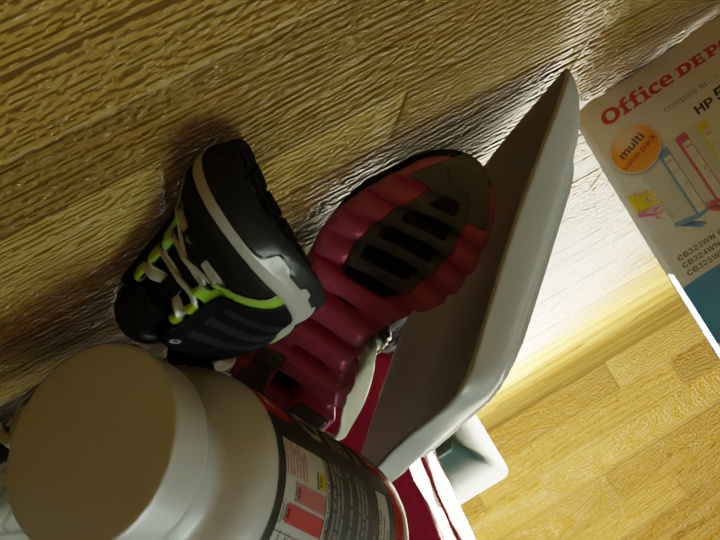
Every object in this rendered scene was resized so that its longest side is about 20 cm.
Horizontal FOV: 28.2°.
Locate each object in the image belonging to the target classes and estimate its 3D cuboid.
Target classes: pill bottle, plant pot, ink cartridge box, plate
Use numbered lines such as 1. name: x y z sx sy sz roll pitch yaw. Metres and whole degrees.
1. pill bottle: -0.068 0.115 0.690 0.115 0.117 0.200 -34 144 13
2. plant pot: 0.037 0.153 1.296 0.140 0.142 0.200 -31 166 1
3. ink cartridge box: 0.227 -0.049 0.865 0.128 0.201 0.125 -33 151 9
4. plate: 0.061 0.017 0.789 0.200 0.032 0.201 127 -15 -61

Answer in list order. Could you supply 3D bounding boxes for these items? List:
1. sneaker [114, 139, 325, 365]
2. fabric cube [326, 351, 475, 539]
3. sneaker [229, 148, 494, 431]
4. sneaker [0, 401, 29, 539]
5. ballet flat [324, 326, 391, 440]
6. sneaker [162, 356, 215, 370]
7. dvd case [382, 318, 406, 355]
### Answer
1. sneaker: -0.066 0.010 0.621 0.082 0.072 0.200 -27 167 -8
2. fabric cube: -0.036 0.183 1.037 0.195 0.201 0.200 -27 168 6
3. sneaker: 0.000 0.000 0.787 0.200 0.079 0.096 -46 -168 28
4. sneaker: -0.187 0.123 0.757 0.199 0.082 0.075 -30 170 1
5. ballet flat: -0.045 0.096 0.893 0.201 0.072 0.072 -55 161 16
6. sneaker: -0.136 0.110 0.845 0.090 0.079 0.200 -13 157 -34
7. dvd case: 0.028 0.044 1.124 0.148 0.016 0.200 -32 168 4
